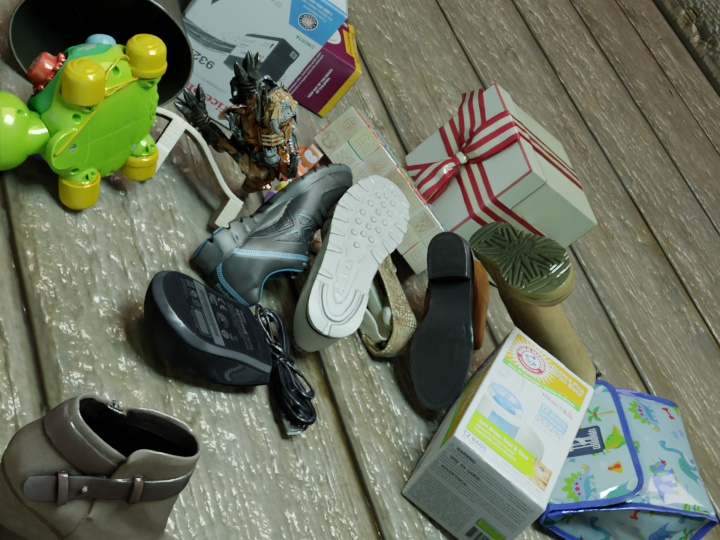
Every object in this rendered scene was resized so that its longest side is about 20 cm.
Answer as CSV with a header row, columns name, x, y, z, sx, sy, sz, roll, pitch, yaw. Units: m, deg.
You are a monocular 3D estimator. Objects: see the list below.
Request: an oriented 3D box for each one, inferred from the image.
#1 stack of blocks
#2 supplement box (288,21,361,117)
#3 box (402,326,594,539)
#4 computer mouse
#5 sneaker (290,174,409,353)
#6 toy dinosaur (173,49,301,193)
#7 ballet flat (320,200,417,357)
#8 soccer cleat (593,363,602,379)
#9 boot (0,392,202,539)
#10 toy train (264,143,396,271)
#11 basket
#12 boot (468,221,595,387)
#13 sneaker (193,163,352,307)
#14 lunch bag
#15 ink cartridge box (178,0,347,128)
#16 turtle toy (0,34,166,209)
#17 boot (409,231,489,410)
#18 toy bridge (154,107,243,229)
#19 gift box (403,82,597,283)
name,x,y,z,sx,sy,sz,roll,pitch,yaw
stack of blocks,0.033,-0.095,1.434,0.201,0.058,0.115,53,8,0
supplement box,-0.103,-0.298,1.523,0.198,0.086,0.111,27,34,-30
box,0.140,0.167,1.197,0.112,0.102,0.200,38,38,2
computer mouse,-0.126,0.069,1.070,0.199,0.052,0.140,33,27,-46
sneaker,-0.016,-0.009,1.201,0.076,0.081,0.201,33,58,-7
toy dinosaur,-0.111,-0.133,1.216,0.102,0.201,0.136,-28,71,-43
ballet flat,0.000,0.000,1.264,0.065,0.070,0.202,-29,93,-51
soccer cleat,0.206,0.122,1.444,0.198,0.066,0.083,7,17,-44
boot,-0.152,0.158,0.814,0.198,0.146,0.071,24,33,-35
toy train,-0.028,-0.070,1.363,0.200,0.056,0.150,48,29,5
basket,-0.256,-0.271,1.242,0.178,0.137,0.201,13,34,-14
boot,0.203,0.053,1.263,0.201,0.066,0.175,59,-4,-28
sneaker,-0.074,-0.036,1.205,0.199,0.073,0.082,-38,92,-29
lunch bag,0.272,0.219,1.335,0.197,0.128,0.171,13,40,-17
ink cartridge box,-0.129,-0.268,1.332,0.144,0.200,0.084,29,34,-27
turtle toy,-0.260,-0.139,1.079,0.100,0.147,0.199,32,40,23
boot,0.103,0.066,1.334,0.200,0.067,0.191,41,45,-72
toy bridge,-0.197,-0.122,1.195,0.199,0.068,0.027,37,-12,-16
gift box,0.164,-0.114,1.556,0.186,0.184,0.201,30,27,-42
